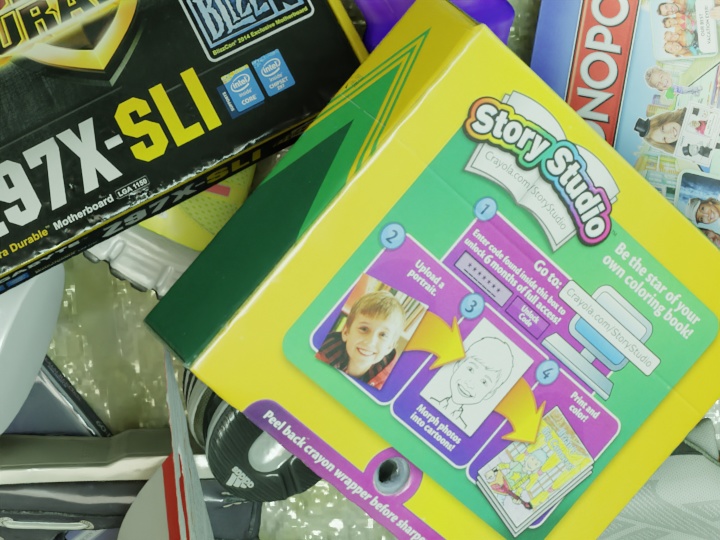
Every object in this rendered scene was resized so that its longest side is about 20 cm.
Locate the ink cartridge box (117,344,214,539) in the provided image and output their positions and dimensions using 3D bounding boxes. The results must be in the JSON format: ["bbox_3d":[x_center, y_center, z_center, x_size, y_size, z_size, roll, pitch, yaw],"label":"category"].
[{"bbox_3d":[-0.077,0.149,1.170,0.050,0.161,0.200,-11,135,1],"label":"ink cartridge box"}]

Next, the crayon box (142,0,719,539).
[{"bbox_3d":[0.045,0.019,1.155,0.173,0.058,0.200,-50,121,-1],"label":"crayon box"}]

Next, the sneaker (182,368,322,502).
[{"bbox_3d":[0.000,0.000,1.231,0.200,0.115,0.076,-40,121,-1],"label":"sneaker"}]

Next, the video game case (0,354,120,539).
[{"bbox_3d":[-0.151,0.137,1.336,0.143,0.019,0.200,-38,95,17],"label":"video game case"}]

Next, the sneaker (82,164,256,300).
[{"bbox_3d":[-0.130,-0.072,1.255,0.200,0.078,0.090,33,97,-4],"label":"sneaker"}]

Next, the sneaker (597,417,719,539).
[{"bbox_3d":[0.112,0.100,1.258,0.200,0.074,0.080,4,96,3],"label":"sneaker"}]

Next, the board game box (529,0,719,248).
[{"bbox_3d":[0.139,-0.087,1.220,0.134,0.029,0.200,11,106,7],"label":"board game box"}]

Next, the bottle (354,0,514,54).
[{"bbox_3d":[0.022,-0.147,1.195,0.065,0.084,0.200,-8,102,21],"label":"bottle"}]

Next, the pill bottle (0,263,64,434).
[{"bbox_3d":[-0.235,-0.001,1.261,0.200,0.112,0.112,21,107,7],"label":"pill bottle"}]

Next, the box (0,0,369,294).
[{"bbox_3d":[-0.115,-0.098,1.200,0.200,0.049,0.160,-27,85,-5],"label":"box"}]

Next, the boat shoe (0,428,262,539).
[{"bbox_3d":[-0.140,0.107,1.280,0.200,0.073,0.063,-3,100,5],"label":"boat shoe"}]
